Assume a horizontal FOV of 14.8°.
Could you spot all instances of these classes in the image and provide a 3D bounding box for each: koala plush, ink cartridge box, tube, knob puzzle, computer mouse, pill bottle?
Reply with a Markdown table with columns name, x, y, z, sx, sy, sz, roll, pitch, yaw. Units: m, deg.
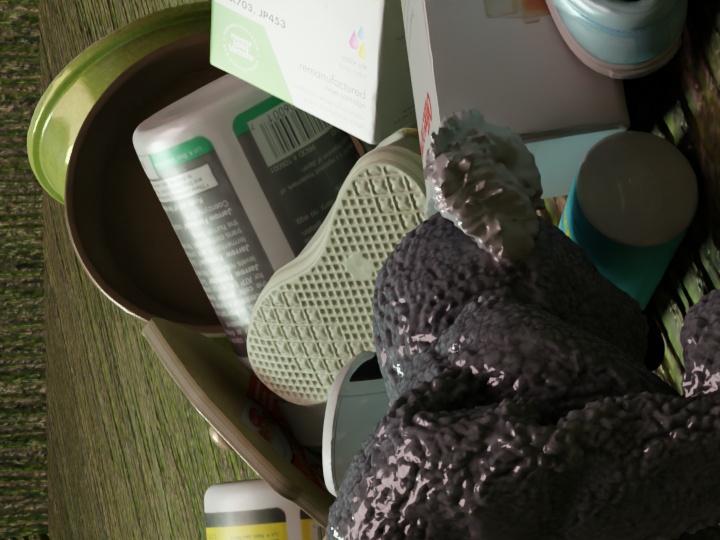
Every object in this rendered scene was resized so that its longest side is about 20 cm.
| name | x | y | z | sx | sy | sz | roll | pitch | yaw |
| --- | --- | --- | --- | --- | --- | --- | --- | --- | --- |
| koala plush | 0.059 | 0.046 | 1.064 | 0.201 | 0.182 | 0.178 | -109 | 19 | -45 |
| ink cartridge box | -0.011 | -0.179 | 1.367 | 0.117 | 0.067 | 0.201 | 27 | 130 | 31 |
| tube | 0.102 | 0.004 | 1.199 | 0.200 | 0.050 | 0.078 | 103 | 168 | -67 |
| knob puzzle | -0.051 | 0.101 | 1.577 | 0.030 | 0.219 | 0.220 | -48 | 25 | 8 |
| computer mouse | 0.032 | 0.071 | 1.395 | 0.200 | 0.044 | 0.111 | -30 | -55 | -68 |
| pill bottle | -0.036 | -0.011 | 1.548 | 0.201 | 0.113 | 0.113 | 65 | 171 | -10 |
| pill bottle | -0.037 | 0.231 | 1.769 | 0.112 | 0.112 | 0.202 | 160 | 105 | -78 |
| ink cartridge box | 0.058 | -0.137 | 1.197 | 0.145 | 0.083 | 0.202 | 92 | 171 | -81 |

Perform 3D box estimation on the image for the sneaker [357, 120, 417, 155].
| name | x | y | z | sx | sy | sz | roll | pitch | yaw |
| --- | --- | --- | --- | --- | --- | --- | --- | --- | --- |
| sneaker | -0.005 | -0.133 | 1.581 | 0.081 | 0.070 | 0.201 | 93 | 165 | -46 |

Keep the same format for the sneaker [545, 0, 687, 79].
| name | x | y | z | sx | sy | sz | roll | pitch | yaw |
| --- | --- | --- | --- | --- | --- | --- | --- | --- | --- |
| sneaker | 0.077 | -0.175 | 1.087 | 0.201 | 0.074 | 0.082 | 60 | 174 | 8 |

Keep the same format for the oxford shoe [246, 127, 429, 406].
| name | x | y | z | sx | sy | sz | roll | pitch | yaw |
| --- | --- | --- | --- | --- | --- | --- | --- | --- | --- |
| oxford shoe | 0.000 | 0.000 | 1.445 | 0.058 | 0.075 | 0.200 | -50 | -7 | -46 |

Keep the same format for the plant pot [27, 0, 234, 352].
| name | x | y | z | sx | sy | sz | roll | pitch | yaw |
| --- | --- | --- | --- | --- | --- | --- | --- | --- | --- |
| plant pot | -0.094 | -0.040 | 1.813 | 0.201 | 0.199 | 0.185 | 100 | 150 | -50 |

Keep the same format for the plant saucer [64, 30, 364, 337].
| name | x | y | z | sx | sy | sz | roll | pitch | yaw |
| --- | --- | --- | --- | --- | --- | --- | --- | --- | --- |
| plant saucer | -0.084 | -0.052 | 1.713 | 0.029 | 0.199 | 0.202 | 58 | -159 | -69 |
